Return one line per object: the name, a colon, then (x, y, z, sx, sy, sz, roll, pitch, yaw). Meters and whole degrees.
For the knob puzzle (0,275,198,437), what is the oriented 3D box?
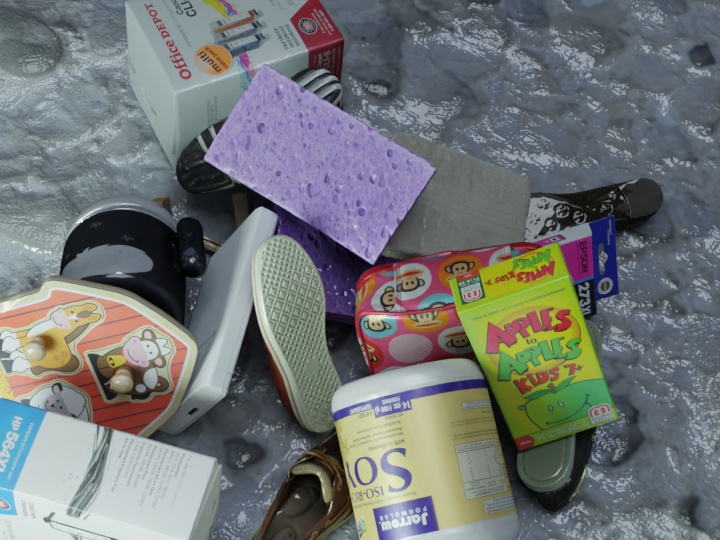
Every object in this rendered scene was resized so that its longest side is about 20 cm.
knob puzzle: (-0.243, 0.092, 1.151, 0.219, 0.220, 0.030, 4, 31, -5)

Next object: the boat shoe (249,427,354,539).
boat shoe: (-0.037, 0.204, 1.194, 0.072, 0.072, 0.200, 36, 60, 15)

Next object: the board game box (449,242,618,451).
board game box: (0.161, 0.074, 1.166, 0.101, 0.200, 0.048, -19, 41, 9)

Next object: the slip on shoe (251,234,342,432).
slip on shoe: (-0.067, 0.060, 1.225, 0.074, 0.200, 0.061, -27, 25, -28)

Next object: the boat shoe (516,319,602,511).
boat shoe: (0.202, 0.142, 1.275, 0.072, 0.061, 0.201, 1, 51, 28)

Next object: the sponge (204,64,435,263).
sponge: (-0.039, -0.104, 1.246, 0.200, 0.030, 0.112, 32, 90, 7)

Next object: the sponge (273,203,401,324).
sponge: (0.000, 0.000, 1.303, 0.200, 0.030, 0.112, 12, 69, -22)

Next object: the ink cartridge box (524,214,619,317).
ink cartridge box: (0.189, 0.015, 1.331, 0.200, 0.095, 0.037, -18, 27, -19)

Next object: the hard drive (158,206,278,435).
hard drive: (-0.139, 0.050, 1.246, 0.027, 0.132, 0.200, 25, 56, -18)

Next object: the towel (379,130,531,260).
towel: (0.091, -0.060, 1.330, 0.200, 0.034, 0.133, 18, 70, -27)

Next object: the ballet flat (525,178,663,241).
ballet flat: (0.238, -0.062, 1.420, 0.200, 0.046, 0.068, -14, 82, -9)

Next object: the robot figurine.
robot figurine: (-0.230, 0.015, 1.243, 0.150, 0.125, 0.200, 4, 38, -10)

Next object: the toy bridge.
toy bridge: (-0.120, -0.051, 1.344, 0.199, 0.067, 0.027, -4, 14, 8)

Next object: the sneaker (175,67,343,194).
sneaker: (-0.096, -0.128, 1.385, 0.200, 0.116, 0.076, -31, 66, 0)

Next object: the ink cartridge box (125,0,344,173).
ink cartridge box: (-0.142, -0.227, 1.409, 0.200, 0.145, 0.145, -22, 63, -18)

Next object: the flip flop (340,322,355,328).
flip flop: (-0.009, -0.034, 1.356, 0.081, 0.058, 0.200, -2, 58, -8)

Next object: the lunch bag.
lunch bag: (0.103, 0.065, 1.241, 0.200, 0.176, 0.082, -9, 43, 9)

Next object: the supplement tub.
supplement tub: (0.061, 0.191, 1.152, 0.145, 0.145, 0.200, -10, 78, -13)

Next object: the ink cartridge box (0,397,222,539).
ink cartridge box: (-0.231, 0.203, 1.126, 0.200, 0.146, 0.084, 16, 56, 3)
